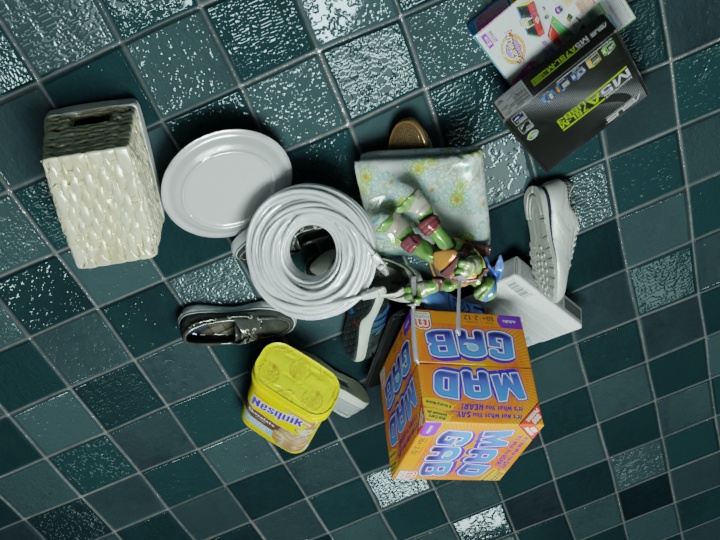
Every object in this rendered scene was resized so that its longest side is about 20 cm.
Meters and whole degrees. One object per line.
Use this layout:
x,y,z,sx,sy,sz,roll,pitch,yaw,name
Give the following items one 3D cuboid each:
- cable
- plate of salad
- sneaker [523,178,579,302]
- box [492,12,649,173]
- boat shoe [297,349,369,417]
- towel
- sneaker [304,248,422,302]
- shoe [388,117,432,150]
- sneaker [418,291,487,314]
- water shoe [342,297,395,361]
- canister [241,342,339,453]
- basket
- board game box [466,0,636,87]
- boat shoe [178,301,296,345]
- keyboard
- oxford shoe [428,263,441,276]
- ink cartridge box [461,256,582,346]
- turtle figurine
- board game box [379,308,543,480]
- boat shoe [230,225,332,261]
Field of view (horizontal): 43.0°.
-0.070,-0.029,1.355,0.196,0.069,0.204,-23,98,10,cable
-0.197,-0.131,1.349,0.195,0.049,0.203,-13,137,-12,plate of salad
0.324,-0.047,1.500,0.079,0.076,0.205,-15,109,-22,sneaker
0.313,-0.253,1.346,0.199,0.048,0.192,-37,145,14,box
-0.071,0.211,1.630,0.199,0.071,0.071,34,112,-33,boat shoe
0.095,-0.100,1.381,0.195,0.049,0.174,-1,128,15,towel
0.000,0.000,1.438,0.195,0.078,0.088,7,174,15,sneaker
0.085,-0.149,1.412,0.068,0.054,0.203,0,127,17,shoe
0.171,0.070,1.553,0.077,0.067,0.199,-22,138,35,sneaker
0.024,0.065,1.557,0.078,0.072,0.203,-11,136,-33,water shoe
-0.124,0.223,1.554,0.147,0.087,0.201,30,147,3,canister
-0.356,-0.117,1.279,0.132,0.125,0.203,-9,129,-5,basket
0.271,-0.354,1.301,0.199,0.041,0.153,-37,126,15,board game box
-0.201,0.096,1.510,0.195,0.057,0.070,-1,127,-12,boat shoe
0.077,0.127,1.607,0.125,0.021,0.202,-14,142,-30,keyboard
0.147,-0.050,1.482,0.070,0.074,0.203,-7,128,-9,oxford shoe
0.268,0.068,1.623,0.199,0.044,0.172,34,138,-32,ink cartridge box
0.100,-0.002,1.316,0.200,0.144,0.194,-43,89,-6,turtle figurine
0.157,0.208,1.507,0.195,0.203,0.201,4,142,-14,board game box
-0.106,-0.055,1.415,0.196,0.058,0.069,-23,157,3,boat shoe
